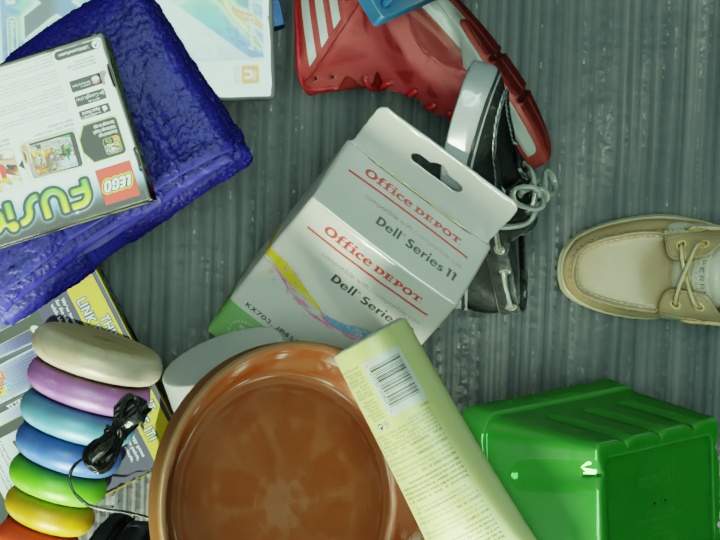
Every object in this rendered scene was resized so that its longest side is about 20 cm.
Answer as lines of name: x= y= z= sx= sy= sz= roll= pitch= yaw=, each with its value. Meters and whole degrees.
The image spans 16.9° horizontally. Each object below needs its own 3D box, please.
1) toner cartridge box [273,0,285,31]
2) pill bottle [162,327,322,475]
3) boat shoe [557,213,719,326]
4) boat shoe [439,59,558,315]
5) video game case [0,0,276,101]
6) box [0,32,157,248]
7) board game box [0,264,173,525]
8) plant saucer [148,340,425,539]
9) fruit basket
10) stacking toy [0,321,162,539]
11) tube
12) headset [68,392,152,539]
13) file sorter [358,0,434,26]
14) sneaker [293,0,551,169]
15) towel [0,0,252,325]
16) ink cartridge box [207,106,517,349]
toner cartridge box: x=-0.157 y=-0.181 z=1.597 sx=0.200 sy=0.043 sz=0.095 roll=-15 pitch=92 yaw=-2
pill bottle: x=-0.056 y=0.143 z=1.562 sx=0.111 sy=0.111 sz=0.200 roll=-20 pitch=108 yaw=-2
boat shoe: x=0.233 y=0.000 z=1.611 sx=0.200 sy=0.069 sz=0.074 roll=1 pitch=93 yaw=-3
boat shoe: x=0.089 y=-0.047 z=1.554 sx=0.068 sy=0.074 sz=0.199 roll=13 pitch=130 yaw=12
video game case: x=-0.149 y=-0.207 z=1.563 sx=0.182 sy=0.022 sz=0.200 roll=-2 pitch=93 yaw=-3
box: x=-0.238 y=-0.066 z=1.498 sx=0.200 sy=0.035 sz=0.110 roll=-17 pitch=91 yaw=0
board game box: x=-0.229 y=0.068 z=1.598 sx=0.165 sy=0.057 sz=0.200 roll=-26 pitch=94 yaw=-3
plant saucer: x=-0.043 y=0.143 z=1.480 sx=0.200 sy=0.032 sz=0.200 roll=3 pitch=85 yaw=-34
fruit basket: x=0.111 y=0.155 z=1.575 sx=0.215 sy=0.216 sz=0.156 roll=-2 pitch=92 yaw=-3
stacking toy: x=-0.191 y=0.138 z=1.541 sx=0.085 sy=0.085 sz=0.200 roll=16 pitch=96 yaw=-3
tube: x=0.052 y=0.127 z=1.467 sx=0.052 sy=0.058 sz=0.200 roll=-27 pitch=85 yaw=-21
headset: x=-0.119 y=0.175 z=1.517 sx=0.123 sy=0.094 sz=0.200 roll=-4 pitch=131 yaw=33
file sorter: x=0.033 y=-0.286 z=1.521 sx=0.139 sy=0.123 sz=0.200 roll=-27 pitch=82 yaw=-36
sneaker: x=0.031 y=-0.128 z=1.606 sx=0.115 sy=0.078 sz=0.200 roll=-36 pitch=90 yaw=13
towel: x=-0.186 y=-0.075 z=1.536 sx=0.200 sy=0.050 sz=0.148 roll=-34 pitch=98 yaw=1
ink cartridge box: x=0.000 y=0.000 z=1.542 sx=0.117 sy=0.067 sz=0.200 roll=36 pitch=135 yaw=-4
